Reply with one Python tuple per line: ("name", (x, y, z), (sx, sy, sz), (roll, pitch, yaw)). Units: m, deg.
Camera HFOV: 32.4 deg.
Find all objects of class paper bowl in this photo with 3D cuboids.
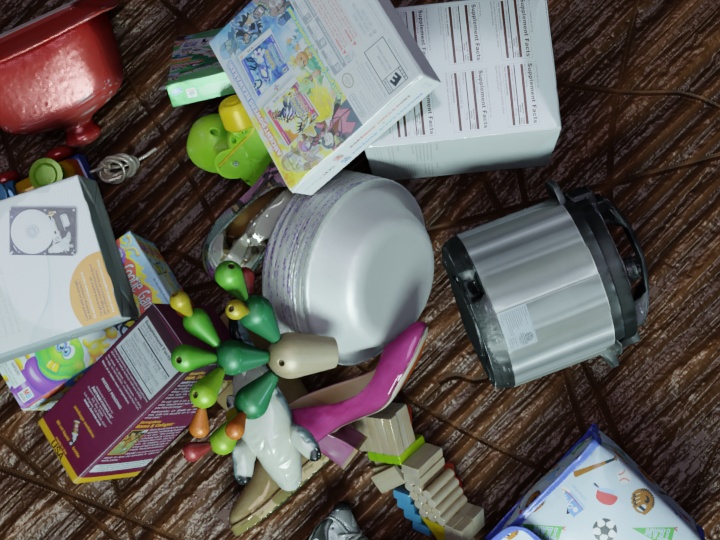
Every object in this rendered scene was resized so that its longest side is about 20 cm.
("paper bowl", (0.000, 0.000, 1.296), (0.104, 0.200, 0.201), (16, 85, 40))

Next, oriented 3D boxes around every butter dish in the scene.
("butter dish", (-0.338, -0.208, 1.381), (0.199, 0.200, 0.148), (-24, 107, 2))

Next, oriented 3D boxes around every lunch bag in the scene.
("lunch bag", (0.237, 0.295, 1.301), (0.170, 0.124, 0.200), (45, 99, 7))

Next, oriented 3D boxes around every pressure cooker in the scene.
("pressure cooker", (0.203, 0.018, 1.296), (0.199, 0.176, 0.179), (-21, 55, 0))

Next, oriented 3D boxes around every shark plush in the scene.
("shark plush", (-0.113, 0.139, 1.292), (0.091, 0.083, 0.200), (-31, 86, 5))

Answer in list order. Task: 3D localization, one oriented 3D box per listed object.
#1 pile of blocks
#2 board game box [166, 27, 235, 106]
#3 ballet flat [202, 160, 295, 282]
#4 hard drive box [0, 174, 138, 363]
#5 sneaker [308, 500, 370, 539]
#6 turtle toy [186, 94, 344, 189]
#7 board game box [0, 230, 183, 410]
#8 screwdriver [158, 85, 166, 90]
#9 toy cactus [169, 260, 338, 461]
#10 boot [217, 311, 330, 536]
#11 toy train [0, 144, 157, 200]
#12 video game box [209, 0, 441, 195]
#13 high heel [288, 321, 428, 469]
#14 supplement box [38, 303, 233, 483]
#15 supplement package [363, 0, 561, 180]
("pile of blocks", (0.067, 0.224, 1.358), (0.062, 0.082, 0.200), (-34, 93, -42))
("board game box", (-0.113, -0.243, 1.377), (0.199, 0.135, 0.029), (-12, 123, 4))
("ballet flat", (-0.117, -0.043, 1.338), (0.069, 0.071, 0.200), (32, 122, -16))
("hard drive box", (-0.353, 0.007, 1.285), (0.199, 0.077, 0.156), (-19, 87, 3))
("sneaker", (0.015, 0.297, 1.329), (0.199, 0.075, 0.116), (-21, 77, 16))
("turtle toy", (-0.100, -0.146, 1.371), (0.199, 0.101, 0.146), (-9, 123, 13))
("board game box", (-0.299, 0.059, 1.371), (0.200, 0.105, 0.103), (-33, 82, 1))
("screwdriver", (-0.137, -0.236, 1.423), (0.199, 0.028, 0.029), (-9, 113, 0))
("toy cactus", (-0.106, 0.086, 1.208), (0.164, 0.102, 0.201), (-2, 98, -21))
("boot", (-0.132, 0.165, 1.372), (0.175, 0.066, 0.200), (-41, 83, -12))
("toy train", (-0.331, -0.105, 1.382), (0.199, 0.116, 0.085), (-26, 87, 2))
("video game box", (-0.040, -0.207, 1.231), (0.182, 0.047, 0.200), (-37, 68, 22))
("high heel", (-0.010, 0.113, 1.282), (0.096, 0.067, 0.200), (35, 113, 6))
("supplement box", (-0.231, 0.131, 1.322), (0.200, 0.110, 0.086), (-44, 69, 18))
("supplement package", (0.101, -0.190, 1.320), (0.199, 0.191, 0.148), (-5, 83, 3))
